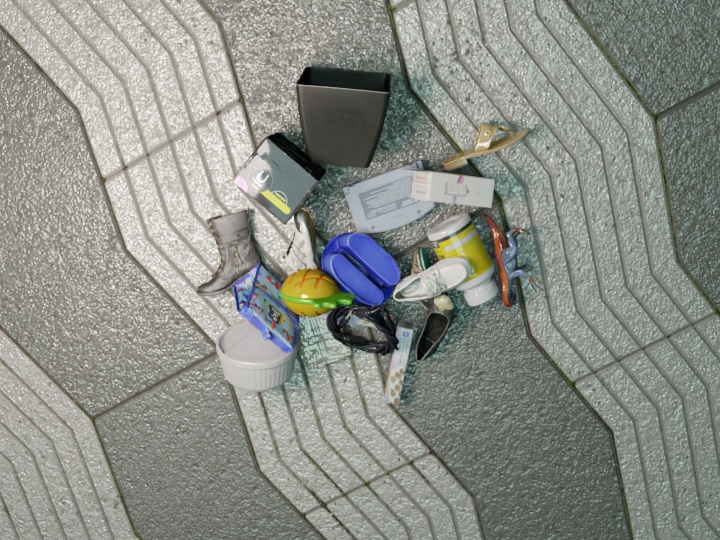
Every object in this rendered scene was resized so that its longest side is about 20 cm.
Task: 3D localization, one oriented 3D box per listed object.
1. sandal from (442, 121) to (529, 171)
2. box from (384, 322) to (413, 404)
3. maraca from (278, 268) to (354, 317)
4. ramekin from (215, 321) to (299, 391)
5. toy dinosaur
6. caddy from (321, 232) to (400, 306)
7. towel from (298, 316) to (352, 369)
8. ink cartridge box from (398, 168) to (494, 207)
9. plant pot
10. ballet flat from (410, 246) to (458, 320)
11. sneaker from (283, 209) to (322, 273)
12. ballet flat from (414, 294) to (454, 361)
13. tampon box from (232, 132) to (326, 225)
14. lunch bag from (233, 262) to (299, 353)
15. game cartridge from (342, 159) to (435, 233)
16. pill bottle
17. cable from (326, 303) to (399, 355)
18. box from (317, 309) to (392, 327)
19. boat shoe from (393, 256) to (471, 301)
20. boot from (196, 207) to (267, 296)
[{"bbox_3d":[0.278,-0.302,1.642,0.209,0.078,0.070,-23,108,12],"label":"sandal"},{"bbox_3d":[0.094,0.232,1.788,0.038,0.041,0.203,10,105,-1],"label":"box"},{"bbox_3d":[-0.102,0.055,1.633,0.136,0.199,0.109,-16,111,-38],"label":"maraca"},{"bbox_3d":[-0.246,0.207,1.726,0.199,0.203,0.096,2,116,1],"label":"ramekin"},{"bbox_3d":[0.349,-0.012,1.706,0.198,0.105,0.184,24,100,10],"label":"toy dinosaur"},{"bbox_3d":[0.000,0.000,1.712,0.200,0.105,0.142,43,79,-9],"label":"caddy"},{"bbox_3d":[-0.106,0.138,1.783,0.131,0.035,0.203,-17,102,4],"label":"towel"},{"bbox_3d":[0.189,-0.187,1.625,0.197,0.116,0.069,5,98,-15],"label":"ink cartridge box"},{"bbox_3d":[-0.039,-0.337,1.594,0.196,0.201,0.180,5,117,0],"label":"plant pot"},{"bbox_3d":[0.162,0.043,1.740,0.075,0.068,0.202,-25,104,23],"label":"ballet flat"},{"bbox_3d":[-0.146,-0.047,1.698,0.086,0.076,0.203,-2,122,9],"label":"sneaker"},{"bbox_3d":[0.180,0.142,1.728,0.066,0.057,0.202,23,127,10],"label":"ballet flat"},{"bbox_3d":[-0.178,-0.211,1.613,0.149,0.200,0.127,39,102,-7],"label":"tampon box"},{"bbox_3d":[-0.216,0.101,1.643,0.094,0.201,0.151,-39,114,14],"label":"lunch bag"},{"bbox_3d":[0.070,-0.167,1.703,0.197,0.041,0.135,-18,99,6],"label":"game cartridge"},{"bbox_3d":[0.248,-0.024,1.693,0.110,0.111,0.202,-27,101,8],"label":"pill bottle"},{"bbox_3d":[0.008,0.150,1.709,0.161,0.051,0.201,-8,140,18],"label":"cable"},{"bbox_3d":[-0.020,0.108,1.747,0.197,0.041,0.039,11,95,-15],"label":"box"},{"bbox_3d":[0.163,0.031,1.653,0.198,0.069,0.071,-25,99,30],"label":"boat shoe"},{"bbox_3d":[-0.330,-0.045,1.731,0.198,0.069,0.176,-23,102,-4],"label":"boot"}]
